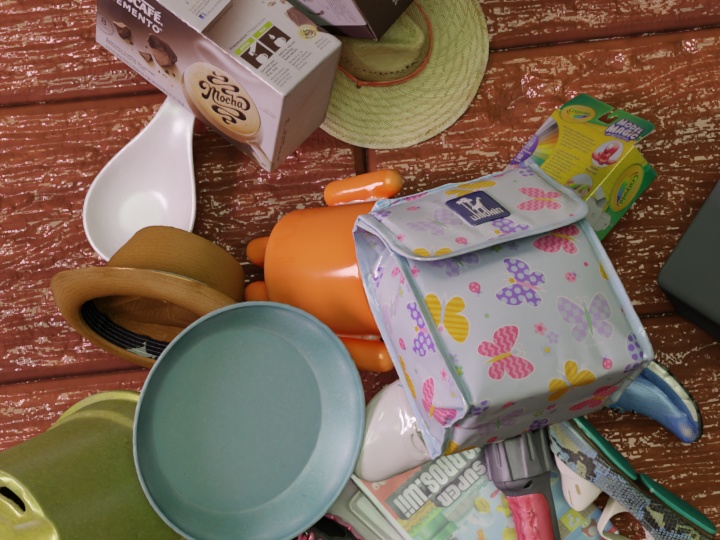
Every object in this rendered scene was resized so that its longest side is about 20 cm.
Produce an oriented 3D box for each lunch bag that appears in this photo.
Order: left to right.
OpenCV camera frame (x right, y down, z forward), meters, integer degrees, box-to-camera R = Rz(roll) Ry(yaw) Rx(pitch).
[{"bbox_3d":[0.101,0.018,1.344,0.169,0.127,0.201,-13,65,-20],"label":"lunch bag"}]

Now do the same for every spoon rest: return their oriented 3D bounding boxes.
[{"bbox_3d":[-0.173,-0.095,1.537,0.099,0.061,0.201,22,82,5],"label":"spoon rest"}]

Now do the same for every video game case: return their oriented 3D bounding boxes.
[{"bbox_3d":[0.103,0.195,1.486,0.143,0.017,0.200,-42,93,-5],"label":"video game case"}]

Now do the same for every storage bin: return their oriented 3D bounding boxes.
[{"bbox_3d":[0.353,-0.011,1.477,0.134,0.146,0.200,31,84,34],"label":"storage bin"}]

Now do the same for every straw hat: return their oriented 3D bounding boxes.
[{"bbox_3d":[0.013,-0.208,1.530,0.200,0.085,0.202,0,83,2],"label":"straw hat"}]

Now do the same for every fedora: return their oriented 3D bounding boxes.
[{"bbox_3d":[-0.159,0.019,1.466,0.200,0.201,0.082,15,63,4],"label":"fedora"}]

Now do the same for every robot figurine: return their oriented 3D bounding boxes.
[{"bbox_3d":[0.000,0.002,1.469,0.199,0.117,0.144,-6,37,30],"label":"robot figurine"}]

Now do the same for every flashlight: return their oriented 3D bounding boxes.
[{"bbox_3d":[0.140,0.231,1.446,0.068,0.068,0.201,-11,91,-11],"label":"flashlight"}]

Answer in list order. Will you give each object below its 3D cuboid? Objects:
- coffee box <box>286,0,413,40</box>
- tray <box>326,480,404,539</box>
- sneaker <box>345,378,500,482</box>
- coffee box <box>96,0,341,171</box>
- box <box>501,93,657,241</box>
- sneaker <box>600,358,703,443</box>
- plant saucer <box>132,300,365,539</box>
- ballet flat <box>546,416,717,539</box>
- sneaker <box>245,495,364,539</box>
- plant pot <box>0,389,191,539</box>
[{"bbox_3d":[-0.034,-0.265,1.478,0.113,0.200,0.080,-49,127,-21],"label":"coffee box"},{"bbox_3d":[0.066,0.165,1.509,0.107,0.022,0.200,41,85,8],"label":"tray"},{"bbox_3d":[0.077,0.114,1.424,0.200,0.080,0.071,-31,117,4],"label":"sneaker"},{"bbox_3d":[-0.122,-0.192,1.468,0.200,0.113,0.080,38,61,12],"label":"coffee box"},{"bbox_3d":[0.162,-0.057,1.494,0.200,0.117,0.048,-50,126,-3],"label":"box"},{"bbox_3d":[0.199,0.095,1.494,0.199,0.079,0.089,30,91,14],"label":"sneaker"},{"bbox_3d":[-0.092,0.121,1.391,0.199,0.036,0.201,-4,99,-27],"label":"plant saucer"},{"bbox_3d":[0.209,0.185,1.454,0.200,0.074,0.074,40,84,-15],"label":"ballet flat"},{"bbox_3d":[-0.071,0.214,1.467,0.200,0.095,0.079,40,91,7],"label":"sneaker"},{"bbox_3d":[-0.239,0.205,1.397,0.199,0.184,0.202,2,94,29],"label":"plant pot"}]
